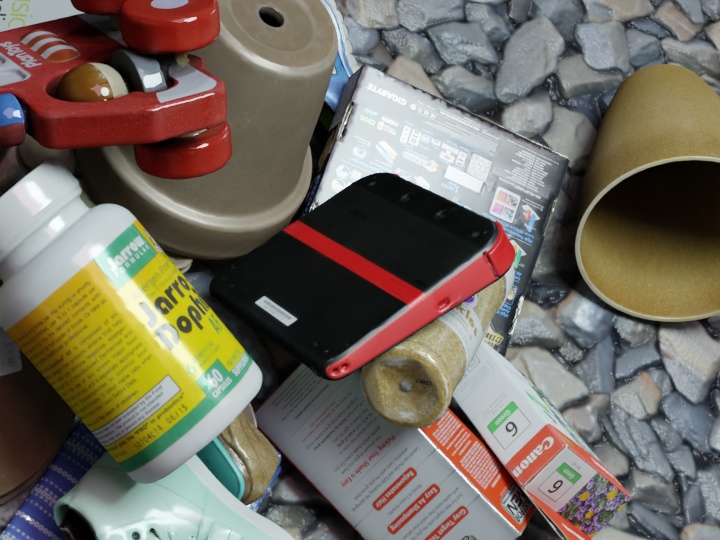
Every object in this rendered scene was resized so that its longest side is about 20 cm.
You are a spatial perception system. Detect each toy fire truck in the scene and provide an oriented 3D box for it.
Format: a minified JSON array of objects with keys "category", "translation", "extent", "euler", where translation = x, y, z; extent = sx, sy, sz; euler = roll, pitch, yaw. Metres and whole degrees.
[{"category":"toy fire truck","translation":[-0.183,-0.123,1.047],"extent":[0.167,0.113,0.200],"euler":[-19,34,-26]}]

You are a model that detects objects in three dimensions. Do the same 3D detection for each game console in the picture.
[{"category":"game console","translation":[0.000,0.000,1.168],"extent":[0.176,0.200,0.031],"euler":[-36,121,-16]}]

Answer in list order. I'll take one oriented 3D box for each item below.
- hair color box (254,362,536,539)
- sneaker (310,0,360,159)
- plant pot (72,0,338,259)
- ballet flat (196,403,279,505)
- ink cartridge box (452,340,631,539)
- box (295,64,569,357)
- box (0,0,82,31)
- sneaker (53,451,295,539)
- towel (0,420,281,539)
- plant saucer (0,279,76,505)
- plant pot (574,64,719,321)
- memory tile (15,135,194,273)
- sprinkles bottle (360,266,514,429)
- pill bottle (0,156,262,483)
[{"category":"hair color box","translation":[0.025,0.142,1.187],"extent":[0.200,0.102,0.061],"euler":[47,25,4]},{"category":"sneaker","translation":[-0.051,-0.173,1.359],"extent":[0.089,0.079,0.201],"euler":[-24,75,-39]},{"category":"plant pot","translation":[-0.102,-0.138,1.220],"extent":[0.199,0.175,0.202],"euler":[19,46,-21]},{"category":"ballet flat","translation":[-0.126,0.081,1.155],"extent":[0.200,0.068,0.072],"euler":[49,34,9]},{"category":"ink cartridge box","translation":[0.148,0.147,1.205],"extent":[0.109,0.050,0.200],"euler":[39,9,-44]},{"category":"box","translation":[0.052,-0.038,1.309],"extent":[0.198,0.050,0.200],"euler":[23,77,-12]},{"category":"box","translation":[-0.251,-0.245,1.252],"extent":[0.198,0.145,0.036],"euler":[-2,44,-29]},{"category":"sneaker","translation":[-0.117,0.203,1.071],"extent":[0.200,0.074,0.118],"euler":[40,46,14]},{"category":"towel","translation":[-0.153,0.167,1.134],"extent":[0.144,0.024,0.201],"euler":[35,51,-4]},{"category":"plant saucer","translation":[-0.266,0.069,1.061],"extent":[0.199,0.029,0.202],"euler":[-4,96,-41]},{"category":"plant pot","translation":[0.282,-0.091,1.438],"extent":[0.185,0.187,0.201],"euler":[21,41,-15]},{"category":"memory tile","translation":[-0.162,-0.065,1.257],"extent":[0.199,0.017,0.154],"euler":[-21,69,-43]},{"category":"sprinkles bottle","translation":[0.060,0.040,1.183],"extent":[0.068,0.068,0.200],"euler":[39,32,-2]},{"category":"pill bottle","translation":[-0.165,0.030,1.034],"extent":[0.200,0.113,0.113],"euler":[51,51,-7]}]
